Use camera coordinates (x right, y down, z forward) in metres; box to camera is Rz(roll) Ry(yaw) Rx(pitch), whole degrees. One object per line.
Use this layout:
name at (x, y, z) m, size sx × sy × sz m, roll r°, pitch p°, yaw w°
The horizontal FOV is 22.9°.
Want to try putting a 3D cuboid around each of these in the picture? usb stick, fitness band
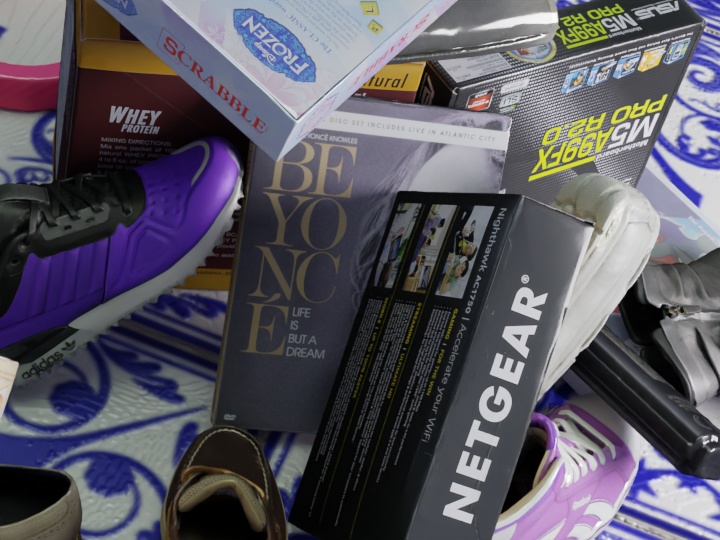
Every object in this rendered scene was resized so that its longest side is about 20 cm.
usb stick at (0.145, 0.054, 1.062) m, size 0.200 × 0.033 × 0.055 m, roll 45°, pitch 13°, yaw 36°
fitness band at (-0.208, -0.179, 1.240) m, size 0.200 × 0.037 × 0.144 m, roll -23°, pitch 57°, yaw -30°

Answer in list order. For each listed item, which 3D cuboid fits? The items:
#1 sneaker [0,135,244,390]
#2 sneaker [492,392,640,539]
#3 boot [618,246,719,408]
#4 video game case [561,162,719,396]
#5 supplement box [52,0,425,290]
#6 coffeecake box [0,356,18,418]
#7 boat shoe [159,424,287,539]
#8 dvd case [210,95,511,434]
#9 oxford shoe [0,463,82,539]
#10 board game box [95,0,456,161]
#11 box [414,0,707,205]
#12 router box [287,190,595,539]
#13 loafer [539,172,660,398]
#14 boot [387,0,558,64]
sneaker at (-0.160, -0.020, 0.990) m, size 0.200 × 0.100 × 0.070 m, roll -38°, pitch 36°, yaw 5°
sneaker at (0.110, 0.110, 1.001) m, size 0.073 × 0.114 × 0.200 m, roll 33°, pitch 46°, yaw 18°
boot at (0.249, 0.069, 1.105) m, size 0.131 × 0.070 × 0.200 m, roll -15°, pitch 55°, yaw -26°
video game case at (0.159, -0.013, 1.192) m, size 0.182 × 0.023 × 0.200 m, roll -24°, pitch 58°, yaw -33°
supplement box at (-0.083, -0.103, 1.087) m, size 0.197 × 0.200 × 0.133 m, roll 3°, pitch 47°, yaw -13°
coffeecake box at (-0.273, 0.113, 0.850) m, size 0.153 × 0.073 × 0.200 m, roll 18°, pitch 84°, yaw 2°
boat shoe at (-0.070, 0.137, 0.936) m, size 0.072 × 0.072 × 0.200 m, roll 13°, pitch 31°, yaw -5°
dvd case at (0.000, 0.000, 1.024) m, size 0.148 × 0.200 × 0.016 m, roll 6°, pitch 13°, yaw -16°
oxford shoe at (-0.243, 0.123, 0.919) m, size 0.200 × 0.075 × 0.071 m, roll -2°, pitch 48°, yaw -17°
board game box at (-0.050, -0.184, 0.916) m, size 0.200 × 0.041 × 0.200 m, roll 42°, pitch 56°, yaw 6°
box at (0.110, -0.090, 1.125) m, size 0.200 × 0.160 × 0.044 m, roll -17°, pitch 53°, yaw -29°
router box at (0.038, 0.059, 0.939) m, size 0.051 × 0.149 × 0.200 m, roll 21°, pitch 85°, yaw -23°
loafer at (0.102, 0.037, 1.019) m, size 0.070 × 0.200 × 0.070 m, roll 24°, pitch 18°, yaw -45°
boot at (-0.012, -0.174, 0.984) m, size 0.200 × 0.073 × 0.182 m, roll -24°, pitch 73°, yaw -24°
